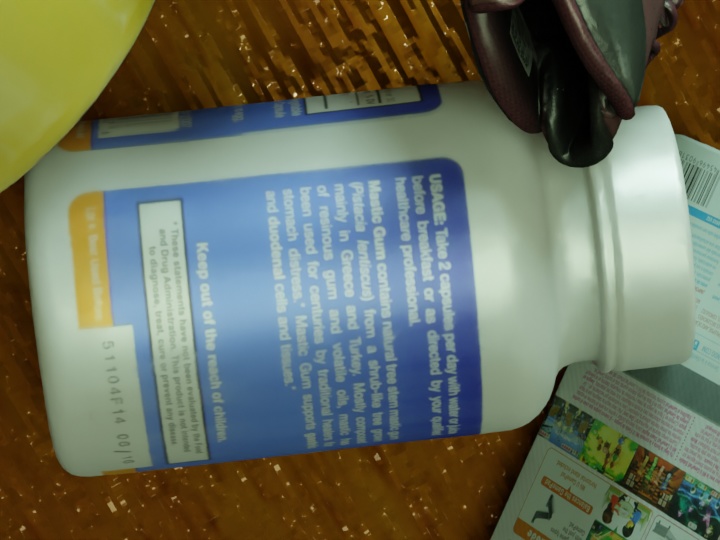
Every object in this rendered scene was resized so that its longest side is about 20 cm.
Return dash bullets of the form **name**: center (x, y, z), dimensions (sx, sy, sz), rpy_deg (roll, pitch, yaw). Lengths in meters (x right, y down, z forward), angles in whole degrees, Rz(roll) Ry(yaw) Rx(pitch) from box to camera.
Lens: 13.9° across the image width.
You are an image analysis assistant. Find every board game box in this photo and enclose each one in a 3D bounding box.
- **board game box**: center (0.123, 0.074, 0.952), dimensions (0.064, 0.148, 0.200), rpy_deg (22, 96, -35)

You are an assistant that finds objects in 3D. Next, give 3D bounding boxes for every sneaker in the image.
- **sneaker**: center (0.077, -0.083, 0.902), dimensions (0.076, 0.200, 0.116), rpy_deg (-9, 76, 33)

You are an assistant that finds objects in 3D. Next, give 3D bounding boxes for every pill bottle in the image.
- **pill bottle**: center (0.000, 0.000, 0.925), dimensions (0.200, 0.112, 0.112), rpy_deg (-6, 101, -1)

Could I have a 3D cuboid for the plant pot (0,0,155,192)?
- **plant pot**: center (-0.163, -0.118, 0.853), dimensions (0.189, 0.201, 0.201), rpy_deg (39, 91, -30)
